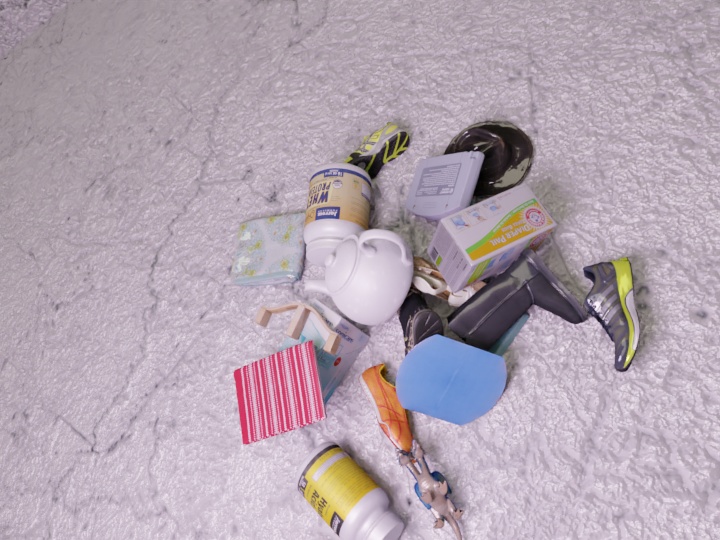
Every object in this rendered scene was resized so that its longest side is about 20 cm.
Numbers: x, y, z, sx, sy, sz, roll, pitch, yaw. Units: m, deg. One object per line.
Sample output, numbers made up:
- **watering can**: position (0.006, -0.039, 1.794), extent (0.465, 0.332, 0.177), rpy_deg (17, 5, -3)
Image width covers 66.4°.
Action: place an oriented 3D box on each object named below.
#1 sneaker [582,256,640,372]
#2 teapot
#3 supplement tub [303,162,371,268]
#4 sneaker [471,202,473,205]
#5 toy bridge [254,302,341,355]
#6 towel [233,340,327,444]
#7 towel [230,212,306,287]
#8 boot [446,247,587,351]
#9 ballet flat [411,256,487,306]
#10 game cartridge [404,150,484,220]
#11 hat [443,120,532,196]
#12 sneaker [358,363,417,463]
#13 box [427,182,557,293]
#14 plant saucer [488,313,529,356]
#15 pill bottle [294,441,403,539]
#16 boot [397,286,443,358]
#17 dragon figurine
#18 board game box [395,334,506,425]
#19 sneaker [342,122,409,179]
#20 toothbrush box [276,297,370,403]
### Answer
- **sneaker**: position (0.423, 0.074, 0.935), extent (0.079, 0.074, 0.203), rpy_deg (-3, 60, 18)
- **teapot**: position (0.000, 0.000, 1.053), extent (0.202, 0.144, 0.197), rpy_deg (-62, 28, 9)
- **supplement tub**: position (-0.050, -0.118, 1.214), extent (0.142, 0.144, 0.203), rpy_deg (-6, 66, 24)
- **sneaker**: position (0.185, -0.065, 1.117), extent (0.086, 0.074, 0.204), rpy_deg (-7, 67, 29)
- **toy bridge**: position (-0.119, 0.098, 1.053), extent (0.198, 0.027, 0.068), rpy_deg (17, 75, 32)
- **towel**: position (-0.153, 0.227, 1.016), extent (0.198, 0.022, 0.147), rpy_deg (-23, 68, 25)
- **towel**: position (-0.220, -0.050, 1.329), extent (0.197, 0.048, 0.174), rpy_deg (-5, 68, 25)
- **boot**: position (0.277, 0.087, 0.986), extent (0.200, 0.066, 0.165), rpy_deg (-42, 81, 3)
- **ballet flat**: position (0.165, 0.036, 1.051), extent (0.197, 0.072, 0.065), rpy_deg (21, 36, 22)
- **game cartridge**: position (0.167, -0.171, 1.133), extent (0.199, 0.040, 0.135), rpy_deg (12, 80, 62)
- **hat**: position (0.256, -0.253, 1.154), extent (0.197, 0.081, 0.204), rpy_deg (-11, 64, 22)
- **sneaker**: position (0.064, 0.264, 1.040), extent (0.076, 0.073, 0.202), rpy_deg (-28, 62, -1)
- **box**: position (0.239, -0.061, 1.007), extent (0.198, 0.113, 0.102), rpy_deg (-23, 68, -20)
- **plant saucer**: position (0.232, 0.146, 1.035), extent (0.070, 0.019, 0.201), rpy_deg (34, 88, 34)
- **pill bottle**: position (-0.019, 0.415, 0.991), extent (0.199, 0.111, 0.112), rpy_deg (34, 86, 33)
- **boot**: position (0.113, 0.144, 1.059), extent (0.072, 0.207, 0.154), rpy_deg (-3, 21, -7)
- **dragon figurine**: position (0.129, 0.387, 0.948), extent (0.058, 0.099, 0.202), rpy_deg (-31, 101, -3)
- **board game box**: position (0.157, 0.189, 0.980), extent (0.039, 0.197, 0.160), rpy_deg (-97, 29, -65)
- **sneaker**: position (0.020, -0.271, 1.294), extent (0.198, 0.076, 0.077), rpy_deg (-32, 50, -1)
- **toothbrush box**: position (-0.089, 0.177, 1.108), extent (0.085, 0.146, 0.201), rpy_deg (31, 83, 32)
